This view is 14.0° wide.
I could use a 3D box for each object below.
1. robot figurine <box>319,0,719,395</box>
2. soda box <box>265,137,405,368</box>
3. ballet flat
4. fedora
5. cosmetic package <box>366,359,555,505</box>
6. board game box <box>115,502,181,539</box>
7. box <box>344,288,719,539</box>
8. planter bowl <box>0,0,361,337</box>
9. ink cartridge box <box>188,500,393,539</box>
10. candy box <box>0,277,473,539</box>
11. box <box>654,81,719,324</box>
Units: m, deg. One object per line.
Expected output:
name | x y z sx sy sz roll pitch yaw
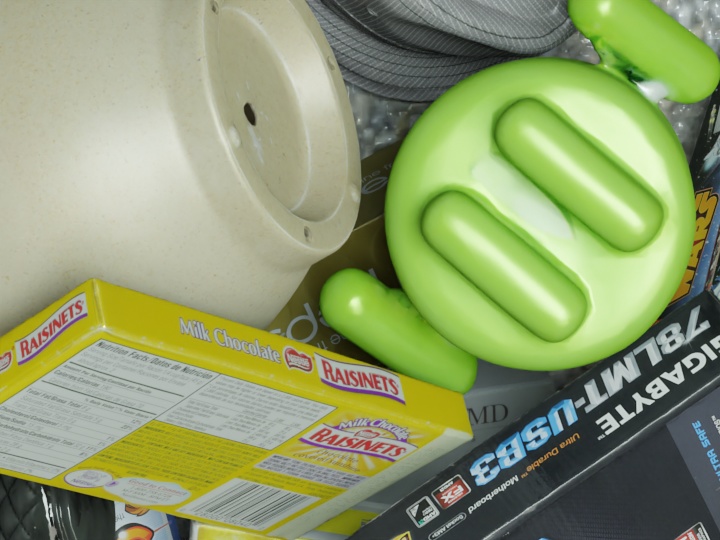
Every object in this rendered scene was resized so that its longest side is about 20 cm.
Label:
robot figurine | 0.071 -0.024 1.130 0.116 0.200 0.176 38 97 2
soda box | 0.000 0.000 1.251 0.199 0.064 0.068 -28 116 -5
ballet flat | -0.138 0.030 1.175 0.057 0.201 0.066 -16 159 23
fedora | 0.040 -0.150 1.189 0.177 0.090 0.200 -35 117 -2
cosmetic package | 0.030 0.133 1.310 0.101 0.071 0.201 -8 112 -14
board game box | -0.170 0.114 1.200 0.199 0.034 0.136 -23 103 -34
box | 0.095 0.132 1.160 0.198 0.050 0.200 -34 135 -5
planter bowl | -0.083 -0.046 1.109 0.134 0.201 0.201 -17 119 23
ink cartridge box | 0.019 0.188 1.243 0.199 0.047 0.198 9 122 2
candy box | -0.059 0.056 1.081 0.102 0.027 0.200 -34 146 30
box | 0.188 -0.038 1.209 0.040 0.137 0.201 31 67 -26
